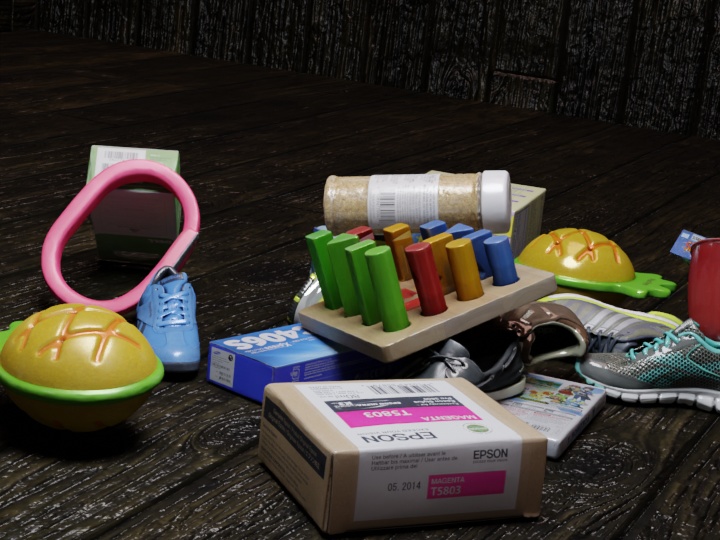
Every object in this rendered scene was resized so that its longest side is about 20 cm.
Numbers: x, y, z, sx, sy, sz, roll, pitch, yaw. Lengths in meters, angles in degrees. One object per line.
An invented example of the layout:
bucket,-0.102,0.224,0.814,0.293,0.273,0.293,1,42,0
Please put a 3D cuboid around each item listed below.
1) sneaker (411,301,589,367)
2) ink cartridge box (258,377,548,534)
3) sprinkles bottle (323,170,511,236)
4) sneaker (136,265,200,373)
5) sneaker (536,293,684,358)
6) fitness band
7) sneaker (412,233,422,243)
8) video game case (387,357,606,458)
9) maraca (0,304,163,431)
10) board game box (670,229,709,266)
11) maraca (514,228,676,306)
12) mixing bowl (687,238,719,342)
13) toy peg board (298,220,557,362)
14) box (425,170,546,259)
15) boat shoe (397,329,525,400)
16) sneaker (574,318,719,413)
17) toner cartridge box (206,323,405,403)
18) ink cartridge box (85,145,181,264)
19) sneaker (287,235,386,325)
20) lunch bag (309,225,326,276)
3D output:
sneaker,0.142,0.065,1.604,0.200,0.071,0.076,-4,20,-16
ink cartridge box,0.034,0.151,1.312,0.200,0.075,0.165,0,14,-25
sprinkles bottle,0.062,-0.072,1.676,0.200,0.068,0.068,-1,13,10
sneaker,-0.202,0.049,1.614,0.066,0.079,0.200,5,16,-12
sneaker,0.270,0.075,1.712,0.200,0.074,0.081,5,17,3
fitness band,-0.268,-0.034,1.742,0.144,0.200,0.037,34,-19,11
sneaker,0.080,0.016,1.733,0.076,0.200,0.105,24,-27,-29
video game case,0.126,0.130,1.536,0.200,0.022,0.182,11,15,21
maraca,-0.264,0.080,1.373,0.200,0.107,0.137,17,20,38
board game box,0.486,0.025,1.868,0.200,0.034,0.135,31,0,-27
maraca,0.286,0.006,1.903,0.200,0.107,0.137,11,17,19
mixing bowl,0.439,0.058,1.697,0.200,0.109,0.200,23,-11,5
toy peg board,0.055,-0.005,1.547,0.199,0.098,0.200,-22,18,-22
box,0.149,-0.066,2.155,0.176,0.097,0.200,10,14,17
boat shoe,0.091,0.095,1.478,0.199,0.066,0.074,-9,21,-42
sneaker,0.326,0.092,1.620,0.200,0.091,0.078,6,14,0
toner cartridge box,-0.052,0.089,1.581,0.095,0.043,0.200,19,19,39
ink cartridge box,-0.272,-0.077,1.881,0.104,0.059,0.200,4,-25,-3
sneaker,0.000,0.000,1.738,0.076,0.200,0.075,33,-17,9
lunch bag,0.032,0.002,1.883,0.160,0.083,0.200,4,15,-18
